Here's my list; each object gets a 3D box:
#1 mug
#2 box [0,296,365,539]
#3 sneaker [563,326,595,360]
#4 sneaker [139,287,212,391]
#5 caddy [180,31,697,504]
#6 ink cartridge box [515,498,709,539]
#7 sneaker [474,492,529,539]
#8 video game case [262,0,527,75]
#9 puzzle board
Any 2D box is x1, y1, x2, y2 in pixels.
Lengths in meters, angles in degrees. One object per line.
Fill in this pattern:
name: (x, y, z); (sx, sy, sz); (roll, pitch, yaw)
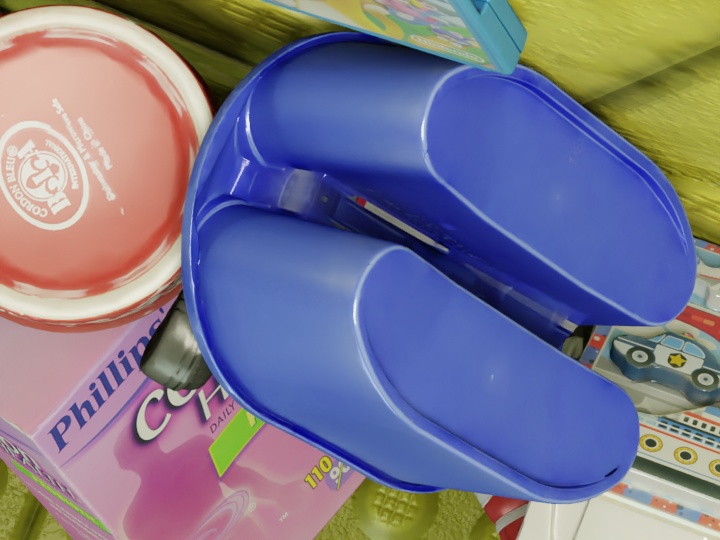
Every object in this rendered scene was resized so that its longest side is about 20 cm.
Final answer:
mug: (-0.129, -0.046, 0.903); (0.177, 0.134, 0.200); (26, 179, -6)
box: (-0.079, 0.047, 1.124); (0.097, 0.176, 0.200); (28, 160, 40)
sneaker: (0.092, 0.017, 1.202); (0.115, 0.076, 0.201); (4, 169, 3)
sneaker: (-0.002, 0.002, 0.929); (0.104, 0.060, 0.200); (34, -142, -2)
caddy: (0.024, 0.001, 0.842); (0.105, 0.142, 0.200); (9, 163, 46)
ink cartridge box: (0.151, 0.120, 1.052); (0.085, 0.146, 0.200); (22, -178, 33)
sneaker: (0.144, 0.079, 1.203); (0.113, 0.200, 0.071); (51, 156, 16)
video game case: (-0.039, -0.110, 0.676); (0.143, 0.018, 0.200); (20, 173, 18)
puzzle board: (0.183, 0.057, 0.925); (0.200, 0.151, 0.017); (19, 133, 13)
